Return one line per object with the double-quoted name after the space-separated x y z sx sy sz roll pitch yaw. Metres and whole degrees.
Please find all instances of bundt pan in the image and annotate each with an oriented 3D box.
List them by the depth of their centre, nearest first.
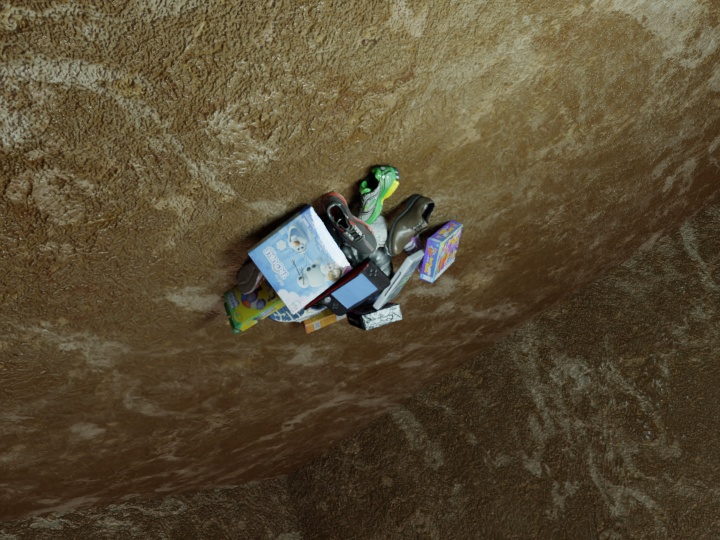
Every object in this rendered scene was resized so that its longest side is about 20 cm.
0.000 0.000 1.711 0.200 0.203 0.076 -30 -166 8 "bundt pan"

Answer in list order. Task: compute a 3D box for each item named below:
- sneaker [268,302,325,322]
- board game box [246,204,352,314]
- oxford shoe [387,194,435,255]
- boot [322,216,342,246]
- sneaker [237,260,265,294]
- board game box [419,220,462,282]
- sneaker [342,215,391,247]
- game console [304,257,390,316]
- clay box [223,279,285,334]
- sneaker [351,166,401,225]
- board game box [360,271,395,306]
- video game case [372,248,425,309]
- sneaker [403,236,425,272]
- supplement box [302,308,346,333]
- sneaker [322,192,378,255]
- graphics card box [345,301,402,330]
-0.195 0.129 1.804 0.197 0.078 0.085 -10 153 -31 "sneaker"
-0.154 -0.027 1.508 0.198 0.043 0.201 -37 111 -5 "board game box"
0.143 -0.125 1.646 0.073 0.084 0.202 42 74 -44 "oxford shoe"
-0.140 -0.040 1.588 0.199 0.066 0.166 -40 159 -21 "boot"
-0.253 0.000 1.619 0.111 0.078 0.200 -4 152 -47 "sneaker"
0.257 -0.063 1.859 0.200 0.044 0.136 -37 142 -53 "board game box"
0.030 -0.102 1.642 0.199 0.087 0.075 -20 140 -44 "sneaker"
-0.031 0.067 1.606 0.199 0.120 0.172 -32 127 20 "game console"
-0.306 0.085 1.680 0.198 0.116 0.048 -31 153 8 "clay box"
0.019 -0.195 1.534 0.084 0.079 0.201 5 132 -37 "sneaker"
0.013 0.050 1.848 0.199 0.044 0.199 -33 147 9 "board game box"
0.122 0.023 1.765 0.183 0.023 0.200 -55 170 19 "video game case"
0.175 -0.059 1.868 0.072 0.115 0.200 -32 152 16 "sneaker"
-0.108 0.142 2.027 0.197 0.067 0.069 -21 151 -13 "supplement box"
-0.030 -0.106 1.510 0.077 0.082 0.200 -38 111 16 "sneaker"
0.037 0.136 1.799 0.124 0.052 0.200 -15 -174 -15 "graphics card box"
